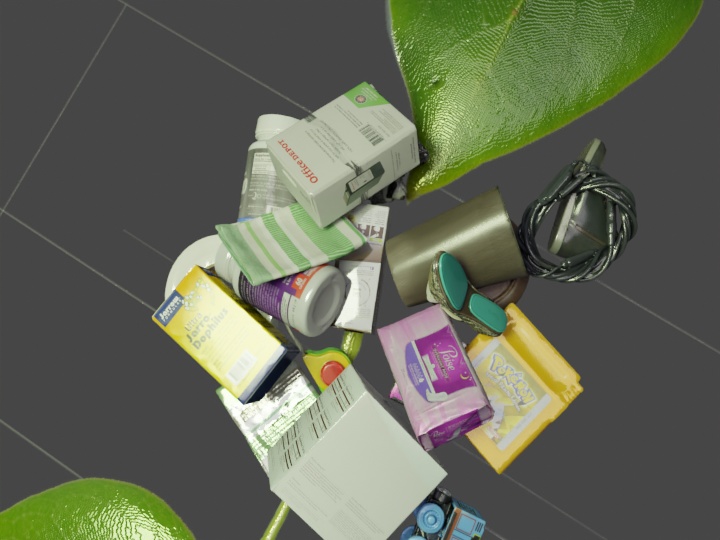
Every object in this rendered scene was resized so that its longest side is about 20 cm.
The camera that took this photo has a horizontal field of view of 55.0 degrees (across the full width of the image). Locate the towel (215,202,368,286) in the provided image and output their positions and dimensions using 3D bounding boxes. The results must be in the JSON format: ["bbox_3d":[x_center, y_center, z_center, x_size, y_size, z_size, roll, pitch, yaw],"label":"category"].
[{"bbox_3d":[-0.104,-0.052,1.055,0.196,0.024,0.153,-18,43,-27],"label":"towel"}]

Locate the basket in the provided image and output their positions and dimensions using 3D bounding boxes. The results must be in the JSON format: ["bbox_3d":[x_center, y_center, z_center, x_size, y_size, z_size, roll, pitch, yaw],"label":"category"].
[{"bbox_3d":[0.149,-0.027,1.099,0.196,0.180,0.139,-20,62,13],"label":"basket"}]

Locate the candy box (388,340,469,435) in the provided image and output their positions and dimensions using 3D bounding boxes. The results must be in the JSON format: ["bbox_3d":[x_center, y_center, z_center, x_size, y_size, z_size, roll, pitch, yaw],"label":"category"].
[{"bbox_3d":[0.160,0.190,1.145,0.196,0.061,0.139,24,85,7],"label":"candy box"}]

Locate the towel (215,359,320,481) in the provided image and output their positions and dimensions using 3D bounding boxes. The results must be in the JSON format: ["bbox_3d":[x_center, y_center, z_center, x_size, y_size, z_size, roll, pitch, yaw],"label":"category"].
[{"bbox_3d":[-0.137,0.244,1.185,0.148,0.031,0.202,-35,80,-2],"label":"towel"}]

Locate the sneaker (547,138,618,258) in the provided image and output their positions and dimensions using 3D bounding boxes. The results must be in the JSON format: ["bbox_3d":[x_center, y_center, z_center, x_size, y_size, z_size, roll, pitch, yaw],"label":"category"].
[{"bbox_3d":[0.394,-0.110,1.161,0.104,0.075,0.205,19,94,2],"label":"sneaker"}]

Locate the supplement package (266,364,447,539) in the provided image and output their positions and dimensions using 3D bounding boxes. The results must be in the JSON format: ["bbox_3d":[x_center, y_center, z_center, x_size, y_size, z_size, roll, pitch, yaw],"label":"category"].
[{"bbox_3d":[-0.011,0.298,1.078,0.200,0.147,0.191,-45,104,-2],"label":"supplement package"}]

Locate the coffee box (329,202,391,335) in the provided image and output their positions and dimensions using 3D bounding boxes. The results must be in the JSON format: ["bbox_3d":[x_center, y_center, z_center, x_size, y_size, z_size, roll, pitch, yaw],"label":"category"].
[{"bbox_3d":[0.000,0.000,1.155,0.078,0.114,0.206,8,83,6],"label":"coffee box"}]

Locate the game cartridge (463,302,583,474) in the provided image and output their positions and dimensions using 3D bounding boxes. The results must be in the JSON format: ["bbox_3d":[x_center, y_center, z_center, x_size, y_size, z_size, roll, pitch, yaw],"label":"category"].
[{"bbox_3d":[0.229,0.184,1.094,0.200,0.032,0.177,-43,81,-3],"label":"game cartridge"}]

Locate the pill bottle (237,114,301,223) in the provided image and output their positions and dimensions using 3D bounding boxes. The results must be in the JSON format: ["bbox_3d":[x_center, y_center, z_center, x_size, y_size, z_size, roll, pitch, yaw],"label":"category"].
[{"bbox_3d":[-0.145,-0.153,1.185,0.111,0.114,0.206,7,84,6],"label":"pill bottle"}]

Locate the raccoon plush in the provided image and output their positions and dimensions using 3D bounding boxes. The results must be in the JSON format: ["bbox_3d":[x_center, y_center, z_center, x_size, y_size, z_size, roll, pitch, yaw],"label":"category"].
[{"bbox_3d":[0.031,-0.207,1.209,0.134,0.096,0.202,-41,56,11],"label":"raccoon plush"}]

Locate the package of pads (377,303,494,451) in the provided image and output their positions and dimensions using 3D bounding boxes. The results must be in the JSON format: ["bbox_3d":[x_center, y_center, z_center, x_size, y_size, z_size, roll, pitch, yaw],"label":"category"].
[{"bbox_3d":[0.111,0.155,1.049,0.118,0.076,0.203,-24,52,2],"label":"package of pads"}]

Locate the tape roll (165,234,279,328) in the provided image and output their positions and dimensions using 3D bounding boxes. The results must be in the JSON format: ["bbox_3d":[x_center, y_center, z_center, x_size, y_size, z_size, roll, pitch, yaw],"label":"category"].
[{"bbox_3d":[-0.232,0.045,1.191,0.197,0.071,0.208,-1,83,4],"label":"tape roll"}]

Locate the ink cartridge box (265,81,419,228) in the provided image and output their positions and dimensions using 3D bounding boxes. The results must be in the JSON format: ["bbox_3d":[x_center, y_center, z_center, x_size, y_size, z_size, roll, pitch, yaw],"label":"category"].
[{"bbox_3d":[-0.027,-0.183,1.083,0.198,0.085,0.146,-34,56,-13],"label":"ink cartridge box"}]

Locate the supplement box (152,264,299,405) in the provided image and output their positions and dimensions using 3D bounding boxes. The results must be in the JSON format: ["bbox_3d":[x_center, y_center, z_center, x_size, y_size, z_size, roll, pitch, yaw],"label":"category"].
[{"bbox_3d":[-0.208,0.101,1.092,0.199,0.109,0.110,40,88,8],"label":"supplement box"}]

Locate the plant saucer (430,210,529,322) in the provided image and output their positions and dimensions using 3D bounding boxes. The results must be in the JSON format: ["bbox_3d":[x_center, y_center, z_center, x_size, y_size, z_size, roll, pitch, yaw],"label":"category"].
[{"bbox_3d":[0.195,-0.014,1.181,0.195,0.034,0.206,0,84,4],"label":"plant saucer"}]

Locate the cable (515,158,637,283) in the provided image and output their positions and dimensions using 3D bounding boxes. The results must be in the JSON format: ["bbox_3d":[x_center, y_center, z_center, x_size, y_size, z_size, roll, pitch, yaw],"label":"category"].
[{"bbox_3d":[0.344,-0.064,1.112,0.162,0.051,0.201,39,94,-2],"label":"cable"}]

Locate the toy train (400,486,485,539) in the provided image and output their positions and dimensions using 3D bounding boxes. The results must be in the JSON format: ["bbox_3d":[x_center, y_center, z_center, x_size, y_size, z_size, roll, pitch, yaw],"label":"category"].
[{"bbox_3d":[0.118,0.455,1.108,0.112,0.087,0.204,24,86,1],"label":"toy train"}]

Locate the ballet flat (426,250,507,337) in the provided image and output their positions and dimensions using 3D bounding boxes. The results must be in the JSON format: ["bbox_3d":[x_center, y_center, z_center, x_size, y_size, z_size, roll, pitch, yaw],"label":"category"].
[{"bbox_3d":[0.144,0.042,1.038,0.074,0.199,0.069,-6,54,44],"label":"ballet flat"}]

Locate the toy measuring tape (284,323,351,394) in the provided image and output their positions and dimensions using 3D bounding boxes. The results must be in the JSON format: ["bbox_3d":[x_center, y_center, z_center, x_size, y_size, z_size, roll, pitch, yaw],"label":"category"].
[{"bbox_3d":[-0.065,0.132,1.155,0.072,0.074,0.203,-29,98,1],"label":"toy measuring tape"}]

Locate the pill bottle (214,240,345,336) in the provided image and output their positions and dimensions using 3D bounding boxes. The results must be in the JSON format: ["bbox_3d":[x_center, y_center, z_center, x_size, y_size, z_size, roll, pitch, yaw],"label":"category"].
[{"bbox_3d":[-0.130,0.012,1.081,0.197,0.111,0.113,25,86,26],"label":"pill bottle"}]
